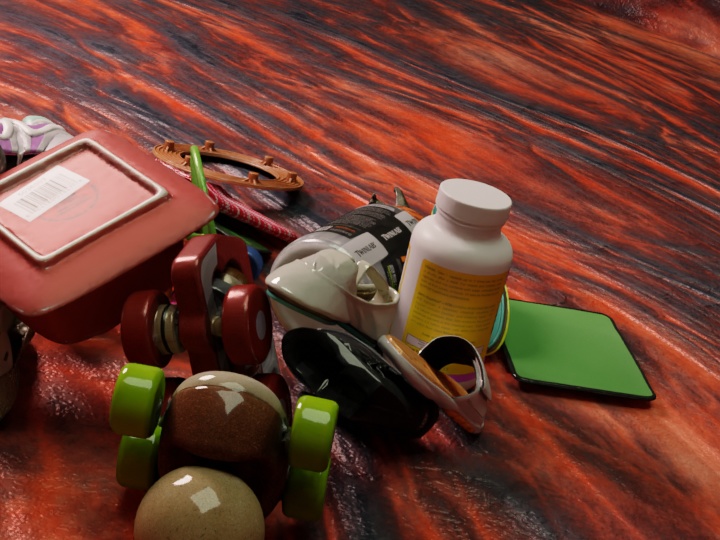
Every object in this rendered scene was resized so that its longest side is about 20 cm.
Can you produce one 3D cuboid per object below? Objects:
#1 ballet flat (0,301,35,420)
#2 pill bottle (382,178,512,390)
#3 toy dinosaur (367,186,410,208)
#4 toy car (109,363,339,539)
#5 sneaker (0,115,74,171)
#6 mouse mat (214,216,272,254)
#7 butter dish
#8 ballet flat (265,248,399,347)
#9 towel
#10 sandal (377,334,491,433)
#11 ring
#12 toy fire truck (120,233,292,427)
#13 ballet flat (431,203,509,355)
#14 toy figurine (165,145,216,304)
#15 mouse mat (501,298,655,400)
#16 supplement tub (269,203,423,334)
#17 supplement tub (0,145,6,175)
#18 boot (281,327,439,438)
[{"bbox_3d":[-0.325,0.067,1.160,0.070,0.066,0.200,6,24,-9],"label":"ballet flat"},{"bbox_3d":[0.092,0.015,1.330,0.104,0.201,0.104,11,24,-5],"label":"pill bottle"},{"bbox_3d":[0.050,-0.040,1.613,0.102,0.077,0.200,31,13,-12],"label":"toy dinosaur"},{"bbox_3d":[-0.115,0.189,0.971,0.164,0.158,0.201,10,52,2],"label":"toy car"},{"bbox_3d":[-0.330,-0.104,1.340,0.140,0.078,0.200,23,26,22],"label":"sneaker"},{"bbox_3d":[-0.193,-0.074,1.488,0.200,0.008,0.161,32,3,7],"label":"mouse mat"},{"bbox_3d":[-0.243,-0.007,1.163,0.200,0.148,0.199,-33,48,-29],"label":"butter dish"},{"bbox_3d":[-0.019,0.016,1.145,0.069,0.070,0.200,26,-2,27],"label":"ballet flat"},{"bbox_3d":[-0.174,-0.089,1.542,0.144,0.023,0.200,30,3,32],"label":"towel"},{"bbox_3d":[0.084,0.092,1.220,0.079,0.059,0.207,50,5,29],"label":"sandal"},{"bbox_3d":[-0.169,-0.140,1.721,0.200,0.019,0.200,14,13,-3],"label":"ring"},{"bbox_3d":[-0.115,0.059,1.139,0.112,0.201,0.168,-4,24,14],"label":"toy fire truck"},{"bbox_3d":[0.126,0.010,1.478,0.067,0.067,0.201,-18,62,9],"label":"ballet flat"},{"bbox_3d":[-0.230,-0.007,1.303,0.183,0.201,0.150,-12,6,-7],"label":"toy figurine"},{"bbox_3d":[0.227,0.084,1.472,0.160,0.008,0.200,9,23,-10],"label":"mouse mat"},{"bbox_3d":[0.000,0.000,1.411,0.122,0.123,0.200,23,26,20],"label":"supplement tub"},{"bbox_3d":[-0.394,-0.055,1.226,0.122,0.201,0.123,11,24,-5],"label":"supplement tub"},{"bbox_3d":[-0.027,0.087,1.172,0.164,0.066,0.200,24,-1,23],"label":"boot"}]
